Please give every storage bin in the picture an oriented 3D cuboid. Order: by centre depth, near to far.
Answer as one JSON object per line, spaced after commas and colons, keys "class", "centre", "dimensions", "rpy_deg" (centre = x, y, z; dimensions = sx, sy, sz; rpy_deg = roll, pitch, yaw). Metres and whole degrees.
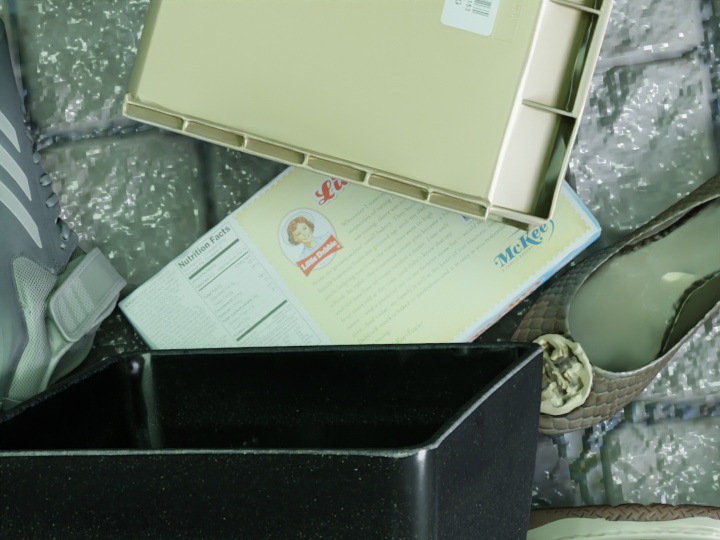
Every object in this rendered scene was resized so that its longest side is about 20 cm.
{"class": "storage bin", "centre": [0.015, -0.138, 1.115], "dimensions": [0.197, 0.094, 0.202], "rpy_deg": [16, 94, 4]}

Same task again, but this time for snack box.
{"class": "snack box", "centre": [0.000, 0.000, 1.180], "dimensions": [0.200, 0.037, 0.116], "rpy_deg": [-38, 82, -2]}

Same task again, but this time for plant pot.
{"class": "plant pot", "centre": [-0.035, 0.137, 1.037], "dimensions": [0.198, 0.200, 0.179], "rpy_deg": [-2, 98, 17]}

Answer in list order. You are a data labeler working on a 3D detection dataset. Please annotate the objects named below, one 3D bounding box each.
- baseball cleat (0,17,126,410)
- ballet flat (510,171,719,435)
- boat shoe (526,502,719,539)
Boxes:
{"class": "baseball cleat", "centre": [-0.160, -0.026, 1.177], "dimensions": [0.106, 0.070, 0.201], "rpy_deg": [10, 66, -17]}
{"class": "ballet flat", "centre": [0.145, 0.003, 1.166], "dimensions": [0.199, 0.046, 0.068], "rpy_deg": [-36, 81, -2]}
{"class": "boat shoe", "centre": [0.079, 0.146, 1.141], "dimensions": [0.201, 0.075, 0.075], "rpy_deg": [-5, 81, 15]}
